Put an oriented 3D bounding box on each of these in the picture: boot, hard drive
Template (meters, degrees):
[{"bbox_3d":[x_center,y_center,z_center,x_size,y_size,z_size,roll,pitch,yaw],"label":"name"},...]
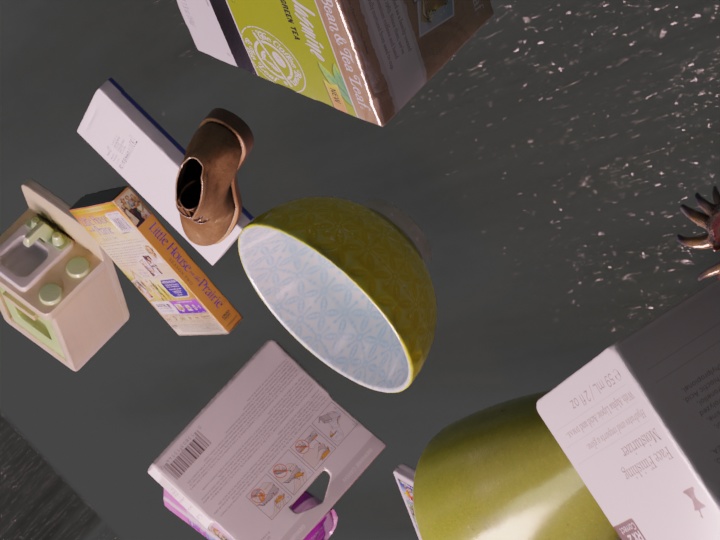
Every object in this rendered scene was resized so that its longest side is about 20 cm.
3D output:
[{"bbox_3d":[-0.156,-0.073,1.865,0.073,0.076,0.200,32,150,8],"label":"boot"},{"bbox_3d":[-0.202,-0.099,1.989,0.200,0.025,0.132,45,157,-2],"label":"hard drive"}]

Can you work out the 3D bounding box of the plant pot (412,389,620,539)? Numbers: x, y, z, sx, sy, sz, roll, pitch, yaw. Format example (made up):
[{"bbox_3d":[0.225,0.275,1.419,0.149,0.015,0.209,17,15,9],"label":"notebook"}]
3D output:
[{"bbox_3d":[0.173,0.178,1.693,0.187,0.187,0.200,44,142,-1],"label":"plant pot"}]

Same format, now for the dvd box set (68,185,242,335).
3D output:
[{"bbox_3d":[-0.232,-0.008,2.188,0.200,0.029,0.146,50,157,-16],"label":"dvd box set"}]

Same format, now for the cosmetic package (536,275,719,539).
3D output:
[{"bbox_3d":[0.262,0.118,1.363,0.200,0.165,0.165,57,158,9],"label":"cosmetic package"}]

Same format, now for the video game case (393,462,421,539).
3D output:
[{"bbox_3d":[0.115,0.307,2.179,0.143,0.018,0.200,28,153,34],"label":"video game case"}]

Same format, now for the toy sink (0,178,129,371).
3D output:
[{"bbox_3d":[-0.377,0.009,2.354,0.130,0.112,0.200,33,155,22],"label":"toy sink"}]

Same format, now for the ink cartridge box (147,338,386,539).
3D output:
[{"bbox_3d":[-0.102,0.205,2.123,0.176,0.200,0.045,43,158,2],"label":"ink cartridge box"}]

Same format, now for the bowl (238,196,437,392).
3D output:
[{"bbox_3d":[0.000,0.000,1.721,0.200,0.108,0.200,36,157,18],"label":"bowl"}]

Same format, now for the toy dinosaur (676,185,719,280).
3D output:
[{"bbox_3d":[0.257,-0.017,1.230,0.086,0.136,0.200,32,155,25],"label":"toy dinosaur"}]

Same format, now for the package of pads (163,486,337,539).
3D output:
[{"bbox_3d":[-0.139,0.300,2.454,0.200,0.120,0.076,33,150,25],"label":"package of pads"}]

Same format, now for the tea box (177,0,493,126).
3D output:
[{"bbox_3d":[-0.038,-0.237,1.340,0.196,0.134,0.200,25,151,37],"label":"tea box"}]
